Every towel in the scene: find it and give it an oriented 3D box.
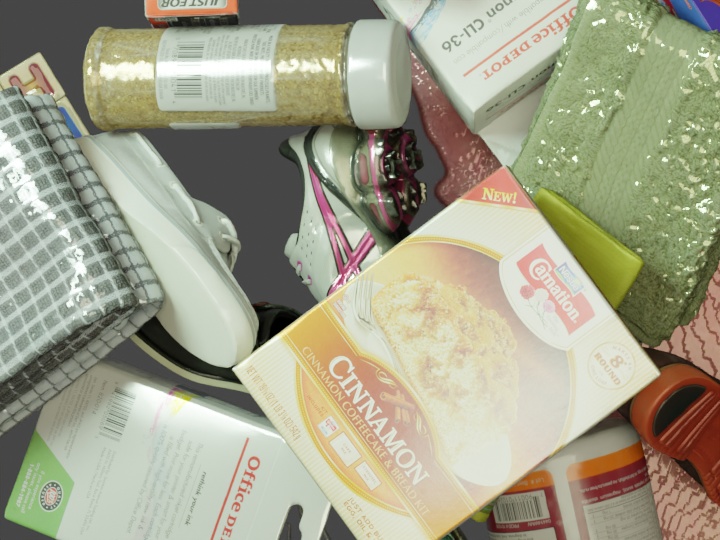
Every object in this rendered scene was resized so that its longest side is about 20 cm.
[{"bbox_3d":[-0.240,0.007,1.490,0.200,0.086,0.166,-36,78,19],"label":"towel"},{"bbox_3d":[0.168,-0.065,1.483,0.148,0.036,0.200,28,114,14],"label":"towel"},{"bbox_3d":[0.094,0.053,1.496,0.086,0.018,0.200,39,109,24],"label":"towel"}]

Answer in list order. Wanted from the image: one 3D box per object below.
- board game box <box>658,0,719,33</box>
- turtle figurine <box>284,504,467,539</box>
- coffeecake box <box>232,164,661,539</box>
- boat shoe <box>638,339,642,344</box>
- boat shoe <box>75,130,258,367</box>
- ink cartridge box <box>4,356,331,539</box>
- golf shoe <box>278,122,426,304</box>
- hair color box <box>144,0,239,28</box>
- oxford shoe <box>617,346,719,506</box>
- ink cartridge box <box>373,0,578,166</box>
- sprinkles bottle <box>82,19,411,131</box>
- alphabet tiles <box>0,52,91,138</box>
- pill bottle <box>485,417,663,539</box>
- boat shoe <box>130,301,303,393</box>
[{"bbox_3d":[0.244,-0.111,1.532,0.045,0.134,0.200,-33,93,-10],"label":"board game box"},{"bbox_3d":[0.035,0.203,1.533,0.101,0.150,0.200,-28,94,-17],"label":"turtle figurine"},{"bbox_3d":[0.053,0.059,1.428,0.200,0.073,0.154,-37,85,4],"label":"coffeecake box"},{"bbox_3d":[0.159,-0.024,1.562,0.066,0.075,0.199,8,91,-1],"label":"boat shoe"},{"bbox_3d":[-0.113,-0.019,1.513,0.069,0.200,0.072,-23,137,-29],"label":"boat shoe"},{"bbox_3d":[-0.108,0.137,1.526,0.200,0.067,0.117,20,91,16],"label":"ink cartridge box"},{"bbox_3d":[0.000,0.000,1.564,0.092,0.073,0.200,-6,94,25],"label":"golf shoe"},{"bbox_3d":[-0.108,-0.256,1.527,0.061,0.102,0.200,-3,91,-2],"label":"hair color box"},{"bbox_3d":[0.217,0.093,1.540,0.071,0.200,0.073,-49,49,2],"label":"oxford shoe"},{"bbox_3d":[0.084,-0.171,1.536,0.116,0.067,0.200,-36,80,-2],"label":"ink cartridge box"},{"bbox_3d":[-0.070,-0.122,1.519,0.200,0.068,0.068,0,92,14],"label":"sprinkles bottle"},{"bbox_3d":[-0.244,-0.042,1.572,0.166,0.006,0.200,-31,93,-2],"label":"alphabet tiles"},{"bbox_3d":[0.145,0.202,1.549,0.110,0.110,0.200,-13,92,-3],"label":"pill bottle"},{"bbox_3d":[-0.060,0.047,1.528,0.201,0.074,0.063,25,123,20],"label":"boat shoe"}]
